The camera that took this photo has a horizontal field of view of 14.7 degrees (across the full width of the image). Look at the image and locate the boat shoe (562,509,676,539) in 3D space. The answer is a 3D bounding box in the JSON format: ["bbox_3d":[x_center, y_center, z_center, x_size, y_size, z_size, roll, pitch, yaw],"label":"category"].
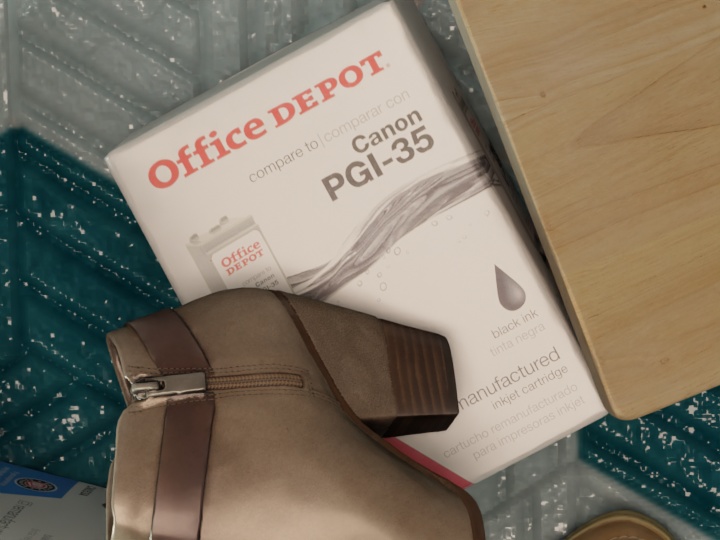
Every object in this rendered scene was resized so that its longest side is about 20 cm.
[{"bbox_3d":[0.076,0.196,1.226,0.071,0.065,0.200,34,99,0],"label":"boat shoe"}]

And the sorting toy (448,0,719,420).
[{"bbox_3d":[0.157,-0.066,1.170,0.200,0.070,0.199,-21,93,-6],"label":"sorting toy"}]

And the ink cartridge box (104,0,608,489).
[{"bbox_3d":[0.000,0.000,1.199,0.146,0.083,0.200,-28,94,8],"label":"ink cartridge box"}]

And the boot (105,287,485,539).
[{"bbox_3d":[-0.028,0.099,1.106,0.146,0.070,0.200,-3,60,-12],"label":"boot"}]

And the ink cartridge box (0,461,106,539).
[{"bbox_3d":[-0.089,0.155,1.195,0.200,0.145,0.084,14,97,3],"label":"ink cartridge box"}]
